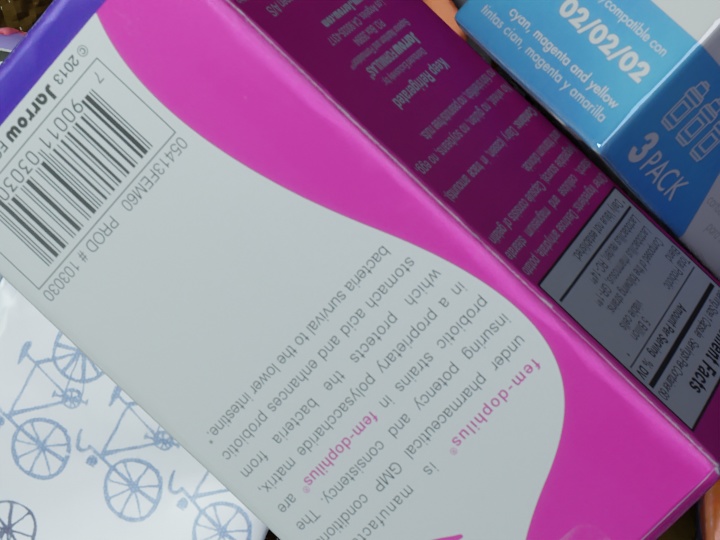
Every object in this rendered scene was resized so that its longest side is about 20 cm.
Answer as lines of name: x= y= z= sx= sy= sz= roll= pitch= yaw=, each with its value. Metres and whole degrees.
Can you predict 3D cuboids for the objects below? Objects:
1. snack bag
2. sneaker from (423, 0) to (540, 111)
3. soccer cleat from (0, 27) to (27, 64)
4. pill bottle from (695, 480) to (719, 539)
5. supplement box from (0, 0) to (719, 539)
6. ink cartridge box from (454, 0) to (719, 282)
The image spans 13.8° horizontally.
snack bag: x=-0.137 y=0.082 z=0.890 sx=0.200 sy=0.021 sz=0.189 roll=26 pitch=98 yaw=6
sneaker: x=-0.035 y=-0.100 z=0.864 sx=0.200 sy=0.079 sz=0.078 roll=29 pitch=93 yaw=7
soccer cleat: x=-0.080 y=-0.039 z=0.877 sx=0.200 sy=0.068 sz=0.073 roll=29 pitch=81 yaw=3
pill bottle: x=0.193 y=0.070 z=0.824 sx=0.200 sy=0.106 sz=0.106 roll=-2 pitch=89 yaw=6
supplement box: x=0.000 y=0.000 z=0.778 sx=0.200 sy=0.103 sz=0.101 roll=44 pitch=115 yaw=1
ink cartridge box: x=0.135 y=-0.101 z=0.820 sx=0.200 sy=0.115 sz=0.068 roll=-47 pitch=57 yaw=4
